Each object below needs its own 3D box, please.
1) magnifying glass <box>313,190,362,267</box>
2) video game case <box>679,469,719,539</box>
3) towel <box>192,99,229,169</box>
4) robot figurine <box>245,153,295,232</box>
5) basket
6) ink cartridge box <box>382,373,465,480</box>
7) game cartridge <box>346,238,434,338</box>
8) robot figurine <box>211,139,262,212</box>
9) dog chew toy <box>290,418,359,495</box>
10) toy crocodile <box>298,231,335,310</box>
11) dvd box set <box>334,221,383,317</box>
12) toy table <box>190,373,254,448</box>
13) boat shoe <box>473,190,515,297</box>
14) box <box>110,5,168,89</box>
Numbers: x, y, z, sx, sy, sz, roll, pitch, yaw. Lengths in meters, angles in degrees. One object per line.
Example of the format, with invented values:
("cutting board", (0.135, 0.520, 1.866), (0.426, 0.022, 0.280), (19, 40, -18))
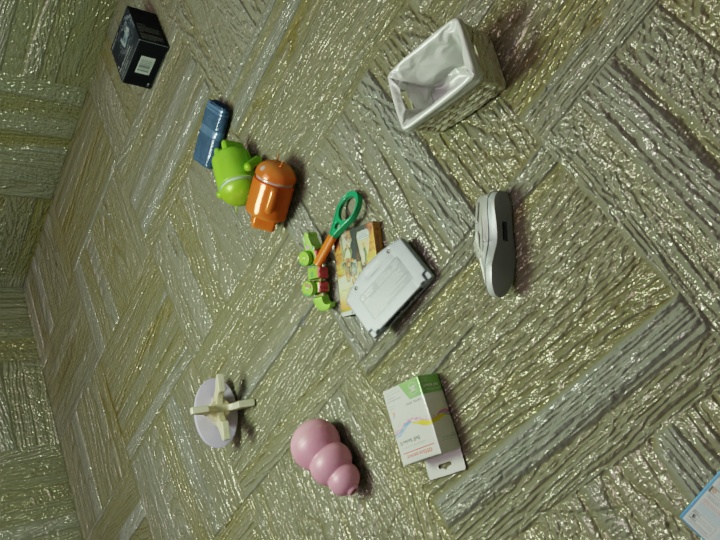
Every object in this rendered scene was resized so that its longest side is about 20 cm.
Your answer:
("magnifying glass", (-0.056, -0.100, 1.548), (0.201, 0.022, 0.080), (-59, 37, 8))
("video game case", (0.566, 0.332, 0.895), (0.143, 0.018, 0.201), (46, 122, 38))
("towel", (-0.465, -0.427, 2.018), (0.112, 0.048, 0.202), (40, 117, 41))
("robot figurine", (-0.240, -0.208, 1.718), (0.116, 0.144, 0.202), (26, 111, 21))
("basket", (0.171, -0.372, 1.265), (0.199, 0.123, 0.137), (-29, 69, 44))
("ink cartridge box", (0.131, 0.330, 1.334), (0.117, 0.067, 0.202), (-35, 64, 41))
("game cartridge", (0.059, 0.034, 1.413), (0.200, 0.041, 0.133), (-48, 65, 22))
("robot figurine", (-0.360, -0.274, 1.850), (0.175, 0.115, 0.202), (-34, 65, 36))
("dog chew toy", (-0.077, 0.450, 1.528), (0.200, 0.124, 0.125), (43, 119, 30))
("toy crocodile", (-0.107, 0.002, 1.604), (0.061, 0.067, 0.202), (-14, 81, 41))
("dvd box set", (0.000, 0.000, 1.512), (0.146, 0.029, 0.202), (-16, 77, 46))
("toy table", (-0.407, 0.405, 1.862), (0.117, 0.182, 0.202), (-39, 69, 59))
("boat shoe", (0.245, -0.049, 1.217), (0.065, 0.071, 0.202), (-8, 82, 51))
("box", (-0.815, -0.818, 2.362), (0.197, 0.117, 0.201), (-48, 55, 35))
